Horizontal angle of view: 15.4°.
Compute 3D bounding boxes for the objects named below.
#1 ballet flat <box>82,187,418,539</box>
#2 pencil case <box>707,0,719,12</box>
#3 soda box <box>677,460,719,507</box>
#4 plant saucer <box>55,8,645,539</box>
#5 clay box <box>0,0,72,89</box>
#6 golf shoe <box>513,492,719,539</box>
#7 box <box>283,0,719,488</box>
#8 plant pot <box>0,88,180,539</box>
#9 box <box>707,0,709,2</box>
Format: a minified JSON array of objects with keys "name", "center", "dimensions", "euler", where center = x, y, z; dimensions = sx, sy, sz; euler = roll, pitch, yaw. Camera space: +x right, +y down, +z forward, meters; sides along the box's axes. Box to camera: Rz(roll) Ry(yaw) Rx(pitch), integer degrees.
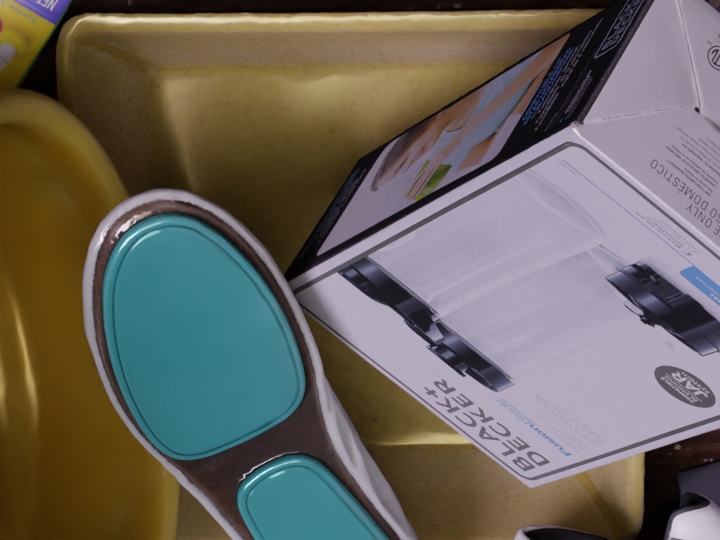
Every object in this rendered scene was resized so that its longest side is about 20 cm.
[{"name":"ballet flat","center":[-0.036,0.044,0.875],"dimensions":[0.069,0.069,0.200],"euler":[-24,122,10]},{"name":"pencil case","center":[0.176,-0.017,0.824],"dimensions":[0.200,0.084,0.086],"euler":[38,103,-17]},{"name":"soda box","center":[0.218,0.084,0.947],"dimensions":[0.200,0.068,0.063],"euler":[-17,109,8]},{"name":"plant saucer","center":[0.000,0.000,0.930],"dimensions":[0.200,0.048,0.200],"euler":[0,111,2]},{"name":"clay box","center":[-0.195,-0.049,0.915],"dimensions":[0.115,0.048,0.200],"euler":[31,108,-11]},{"name":"golf shoe","center":[0.057,0.135,0.926],"dimensions":[0.200,0.078,0.095],"euler":[-21,101,20]},{"name":"box","center":[0.070,-0.004,0.804],"dimensions":[0.117,0.200,0.060],"euler":[38,64,-14]},{"name":"plant pot","center":[-0.179,0.051,0.839],"dimensions":[0.189,0.201,0.201],"euler":[-5,111,18]},{"name":"box","center":[0.195,-0.103,0.872],"dimensions":[0.200,0.078,0.095],"euler":[26,110,-8]}]
